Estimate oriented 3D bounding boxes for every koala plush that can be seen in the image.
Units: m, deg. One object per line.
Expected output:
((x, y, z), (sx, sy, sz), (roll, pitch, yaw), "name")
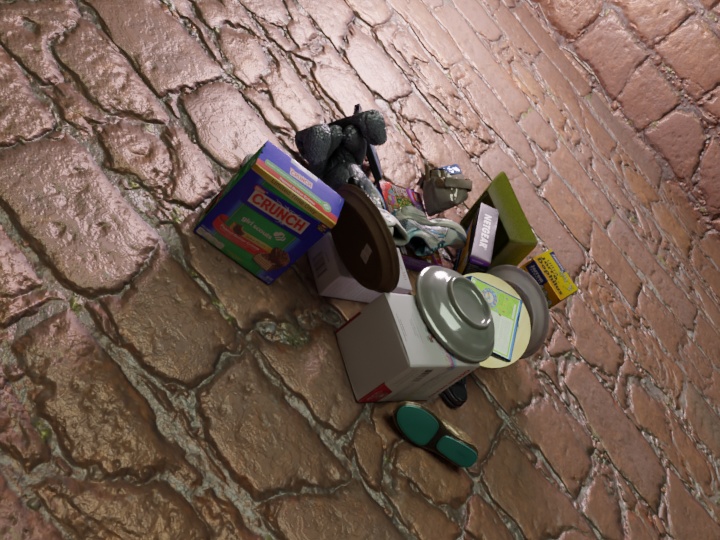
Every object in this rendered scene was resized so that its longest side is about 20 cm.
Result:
((-0.035, -0.191, 1.604), (0.175, 0.183, 0.203), (-20, 100, -21), "koala plush")

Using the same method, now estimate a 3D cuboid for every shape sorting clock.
((0.251, 0.100, 1.643), (0.197, 0.039, 0.203), (9, 65, -20), "shape sorting clock")

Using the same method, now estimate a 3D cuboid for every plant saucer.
((0.304, -0.091, 1.895), (0.047, 0.201, 0.202), (-7, 63, -28), "plant saucer")
((0.186, 0.068, 1.487), (0.199, 0.050, 0.202), (30, 40, -28), "plant saucer")
((0.000, -0.050, 1.408), (0.029, 0.200, 0.202), (-25, 78, -24), "plant saucer")

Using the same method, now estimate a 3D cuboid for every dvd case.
((0.015, -0.278, 1.757), (0.200, 0.017, 0.145), (-87, 158, -73), "dvd case")

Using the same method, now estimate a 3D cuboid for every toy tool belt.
((0.193, -0.206, 1.885), (0.125, 0.123, 0.200), (67, 22, -3), "toy tool belt")

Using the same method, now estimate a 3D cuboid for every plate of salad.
((0.322, 0.087, 1.739), (0.048, 0.200, 0.202), (-10, 67, -42), "plate of salad")

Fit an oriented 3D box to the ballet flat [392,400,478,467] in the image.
((0.130, 0.290, 1.485), (0.199, 0.071, 0.065), (40, 10, -21), "ballet flat")

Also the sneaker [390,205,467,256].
((0.144, -0.064, 1.730), (0.197, 0.077, 0.088), (15, 61, -31), "sneaker")

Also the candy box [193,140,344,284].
((-0.153, -0.092, 1.367), (0.168, 0.200, 0.078), (36, 38, -19), "candy box")

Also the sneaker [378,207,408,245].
((0.018, -0.089, 1.547), (0.198, 0.075, 0.088), (9, 21, -45), "sneaker")

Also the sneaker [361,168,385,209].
((-0.008, -0.197, 1.726), (0.201, 0.078, 0.090), (52, 32, 0), "sneaker")

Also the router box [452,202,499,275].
((0.247, -0.030, 1.797), (0.050, 0.150, 0.201), (21, 40, -1), "router box")

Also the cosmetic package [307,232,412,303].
((0.000, 0.000, 1.569), (0.198, 0.074, 0.103), (8, 54, -43), "cosmetic package")

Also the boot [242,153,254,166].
((-0.141, -0.152, 1.522), (0.073, 0.095, 0.202), (-18, 74, -53), "boot")

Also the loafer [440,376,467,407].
((0.168, 0.168, 1.617), (0.071, 0.063, 0.203), (4, 57, -44), "loafer")

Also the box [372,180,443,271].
((0.098, -0.096, 1.787), (0.135, 0.039, 0.203), (14, 50, -42), "box")

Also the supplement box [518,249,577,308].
((0.357, 0.059, 1.804), (0.109, 0.200, 0.110), (-20, 74, -53), "supplement box")

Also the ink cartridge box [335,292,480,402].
((0.086, 0.142, 1.478), (0.198, 0.145, 0.146), (8, 53, -45), "ink cartridge box")
